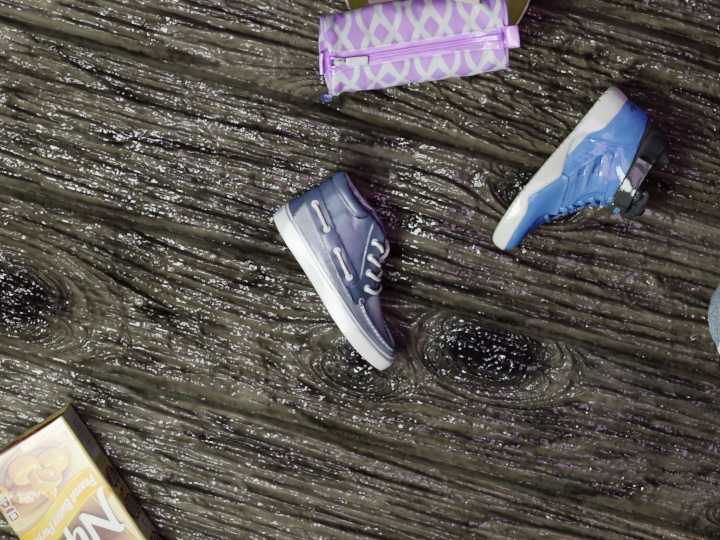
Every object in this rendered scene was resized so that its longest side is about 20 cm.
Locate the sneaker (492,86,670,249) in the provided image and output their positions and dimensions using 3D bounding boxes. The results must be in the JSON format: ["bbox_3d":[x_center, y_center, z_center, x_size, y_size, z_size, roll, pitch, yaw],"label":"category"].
[{"bbox_3d":[0.232,-0.077,1.512,0.111,0.077,0.200,41,92,3],"label":"sneaker"}]

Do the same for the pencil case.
[{"bbox_3d":[0.052,-0.223,1.452,0.198,0.086,0.085,-10,100,1],"label":"pencil case"}]

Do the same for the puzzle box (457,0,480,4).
[{"bbox_3d":[0.072,-0.365,1.438,0.132,0.025,0.202,11,77,7],"label":"puzzle box"}]

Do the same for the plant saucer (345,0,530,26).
[{"bbox_3d":[0.077,-0.307,1.494,0.197,0.031,0.202,0,100,1],"label":"plant saucer"}]

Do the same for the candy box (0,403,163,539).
[{"bbox_3d":[-0.307,0.259,1.592,0.115,0.055,0.201,-31,99,6],"label":"candy box"}]

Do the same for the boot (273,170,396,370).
[{"bbox_3d":[0.000,0.000,1.530,0.090,0.073,0.201,-32,98,12],"label":"boot"}]

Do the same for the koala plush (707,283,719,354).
[{"bbox_3d":[0.418,0.010,1.490,0.183,0.177,0.201,33,100,6],"label":"koala plush"}]
